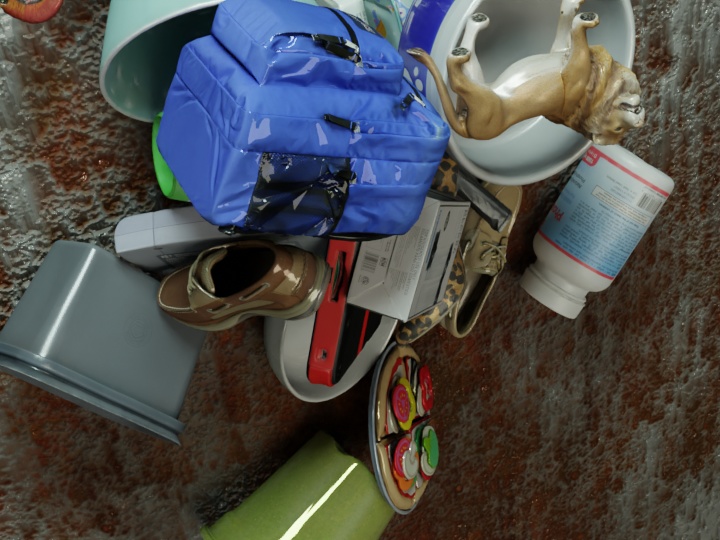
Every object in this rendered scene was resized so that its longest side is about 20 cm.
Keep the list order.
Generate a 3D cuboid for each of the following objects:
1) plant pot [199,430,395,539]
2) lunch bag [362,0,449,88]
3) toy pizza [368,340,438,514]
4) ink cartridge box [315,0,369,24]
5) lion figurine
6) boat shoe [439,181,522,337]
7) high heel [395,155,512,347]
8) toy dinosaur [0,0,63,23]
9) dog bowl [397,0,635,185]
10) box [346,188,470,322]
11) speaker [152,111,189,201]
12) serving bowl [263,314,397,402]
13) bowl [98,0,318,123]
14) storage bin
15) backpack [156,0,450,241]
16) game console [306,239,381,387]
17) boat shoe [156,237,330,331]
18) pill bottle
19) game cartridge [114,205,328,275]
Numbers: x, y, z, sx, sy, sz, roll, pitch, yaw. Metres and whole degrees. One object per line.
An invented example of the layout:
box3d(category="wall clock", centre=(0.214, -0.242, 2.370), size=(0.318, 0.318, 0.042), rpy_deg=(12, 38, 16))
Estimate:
box3d(category="plant pot", centre=(-0.057, 0.299, 1.235), size=(0.185, 0.200, 0.201), rpy_deg=(-50, 131, -9))
box3d(category="lunch bag", centre=(0.093, -0.220, 0.948), size=(0.159, 0.077, 0.201), rpy_deg=(-29, 127, -14))
box3d(category="toy pizza", centre=(0.058, 0.182, 1.227), size=(0.031, 0.201, 0.201), rpy_deg=(-5, 132, 21))
box3d(category="ink cartridge box", centre=(0.064, -0.238, 1.024), size=(0.198, 0.083, 0.148), rpy_deg=(-25, 127, -14))
box3d(category="lion figurine", centre=(0.132, -0.143, 0.830), size=(0.198, 0.073, 0.123), rpy_deg=(-11, 131, -9))
box3d(category="boat shoe", centre=(0.143, -0.018, 1.218), size=(0.072, 0.065, 0.202), rpy_deg=(12, 111, -35))
box3d(category="high heel", centre=(0.059, -0.030, 1.139), size=(0.142, 0.071, 0.201), rpy_deg=(37, 83, -17))
box3d(category="toy dinosaur", centre=(-0.234, -0.286, 0.788), size=(0.104, 0.200, 0.184), rpy_deg=(7, 84, -16))
box3d(category="dog bowl", centre=(0.133, -0.180, 0.894), size=(0.198, 0.079, 0.202), rpy_deg=(-15, 123, -23))
box3d(category="box", centre=(0.051, -0.022, 1.016), size=(0.200, 0.059, 0.118), rpy_deg=(-10, 116, -77))
box3d(category="speaker", centre=(-0.080, -0.112, 0.935), size=(0.198, 0.089, 0.089), rpy_deg=(-9, 123, -24))
box3d(category="serving bowl", centre=(-0.037, 0.038, 1.131), size=(0.199, 0.065, 0.202), rpy_deg=(-31, 133, -39))
box3d(category="bowl", centre=(-0.130, -0.216, 0.881), size=(0.198, 0.106, 0.201), rpy_deg=(-15, 166, -4))
box3d(category="storage bin", centre=(-0.247, 0.065, 1.012), size=(0.199, 0.145, 0.136), rpy_deg=(36, 70, -39))
box3d(category="backpack", centre=(-0.029, -0.111, 0.805), size=(0.198, 0.163, 0.169), rpy_deg=(6, 122, -33))
box3d(category="game console", centre=(0.000, 0.000, 1.029), size=(0.031, 0.177, 0.202), rpy_deg=(17, 116, 12))
box3d(category="boat shoe", centre=(-0.117, 0.005, 0.924), size=(0.072, 0.198, 0.077), rpy_deg=(32, 58, -43))
box3d(category="pill bottle", centre=(0.276, -0.048, 1.249), size=(0.108, 0.109, 0.201), rpy_deg=(21, 107, -37))
box3d(category="game cartridge", centre=(-0.121, -0.031, 0.983), size=(0.197, 0.133, 0.041), rpy_deg=(-6, 82, 3))
